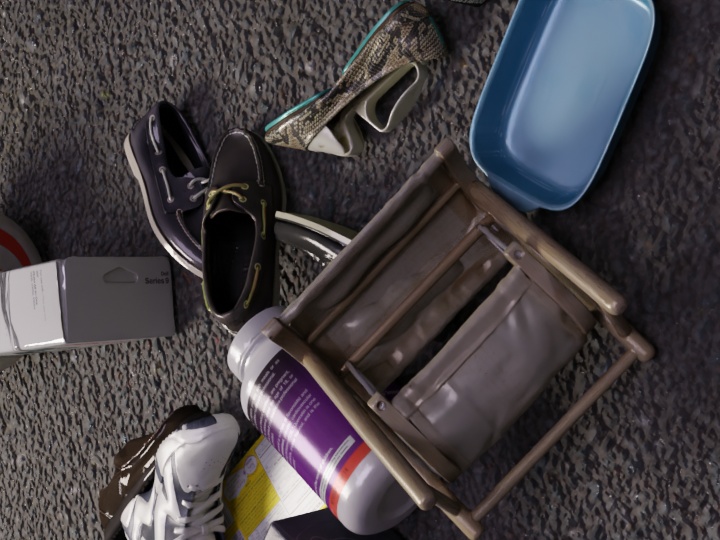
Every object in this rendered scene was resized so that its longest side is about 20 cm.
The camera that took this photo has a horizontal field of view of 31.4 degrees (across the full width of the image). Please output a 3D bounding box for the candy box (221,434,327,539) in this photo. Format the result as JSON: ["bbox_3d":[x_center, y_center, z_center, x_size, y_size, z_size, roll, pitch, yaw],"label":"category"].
[{"bbox_3d":[-0.090,0.227,1.202,0.200,0.026,0.103,-51,61,30],"label":"candy box"}]

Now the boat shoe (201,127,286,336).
[{"bbox_3d":[-0.108,-0.042,1.154,0.071,0.061,0.203,-11,70,17],"label":"boat shoe"}]

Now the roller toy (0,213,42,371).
[{"bbox_3d":[-0.450,0.028,1.400,0.139,0.182,0.202,-5,96,40],"label":"roller toy"}]

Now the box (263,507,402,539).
[{"bbox_3d":[-0.041,0.315,1.102,0.106,0.122,0.201,39,116,33],"label":"box"}]

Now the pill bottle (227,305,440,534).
[{"bbox_3d":[-0.025,0.120,1.086,0.200,0.112,0.113,43,118,30],"label":"pill bottle"}]

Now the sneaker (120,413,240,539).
[{"bbox_3d":[-0.148,0.233,1.186,0.199,0.079,0.130,-50,58,31],"label":"sneaker"}]

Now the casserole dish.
[{"bbox_3d":[0.157,-0.140,0.965,0.121,0.039,0.202,34,113,34],"label":"casserole dish"}]

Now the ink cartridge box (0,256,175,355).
[{"bbox_3d":[-0.306,0.038,1.301,0.199,0.145,0.085,-9,86,41],"label":"ink cartridge box"}]

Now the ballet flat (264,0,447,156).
[{"bbox_3d":[-0.003,-0.144,1.091,0.200,0.068,0.076,-38,84,33],"label":"ballet flat"}]

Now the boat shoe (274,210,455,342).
[{"bbox_3d":[-0.002,0.000,1.085,0.200,0.073,0.064,25,100,33],"label":"boat shoe"}]

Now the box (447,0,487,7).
[{"bbox_3d":[0.061,-0.294,0.934,0.148,0.199,0.125,-32,72,37],"label":"box"}]

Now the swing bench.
[{"bbox_3d":[0.071,0.050,0.944,0.199,0.130,0.200,-45,59,0],"label":"swing bench"}]

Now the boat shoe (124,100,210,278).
[{"bbox_3d":[-0.166,-0.078,1.225,0.063,0.072,0.201,-50,57,34],"label":"boat shoe"}]

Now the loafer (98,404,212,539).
[{"bbox_3d":[-0.215,0.194,1.277,0.200,0.073,0.072,-50,62,30],"label":"loafer"}]
